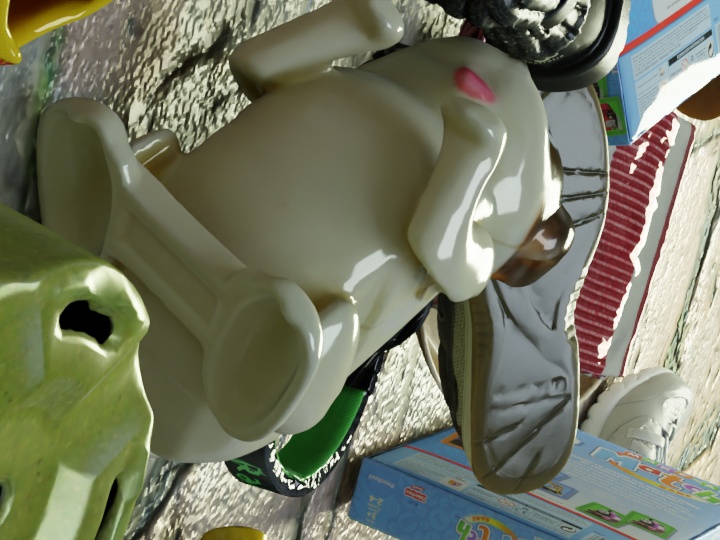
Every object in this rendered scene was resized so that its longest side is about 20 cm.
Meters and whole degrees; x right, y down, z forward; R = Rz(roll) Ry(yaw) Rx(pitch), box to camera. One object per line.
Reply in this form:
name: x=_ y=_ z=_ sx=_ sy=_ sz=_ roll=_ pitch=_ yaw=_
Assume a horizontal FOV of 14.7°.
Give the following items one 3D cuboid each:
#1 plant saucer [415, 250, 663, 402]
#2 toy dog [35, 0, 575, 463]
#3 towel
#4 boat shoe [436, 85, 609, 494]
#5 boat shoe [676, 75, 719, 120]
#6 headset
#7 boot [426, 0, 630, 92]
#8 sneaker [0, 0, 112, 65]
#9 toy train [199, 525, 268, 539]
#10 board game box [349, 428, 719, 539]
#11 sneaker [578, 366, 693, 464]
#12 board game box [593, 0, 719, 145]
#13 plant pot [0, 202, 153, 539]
plant saucer: x=0.082 y=-0.019 z=1.385 sx=0.200 sy=0.035 sz=0.201 roll=-21 pitch=119 yaw=-44
toy dog: x=-0.003 y=-0.013 z=1.052 sx=0.200 sy=0.139 sz=0.194 roll=-32 pitch=146 yaw=-33
towel: x=0.091 y=-0.034 z=1.347 sx=0.200 sy=0.023 sz=0.144 roll=24 pitch=82 yaw=-52
boat shoe: x=0.064 y=-0.001 z=1.253 sx=0.072 sy=0.066 sz=0.201 roll=-8 pitch=112 yaw=-27
boat shoe: x=0.214 y=-0.183 z=1.561 sx=0.070 sy=0.070 sz=0.200 roll=-34 pitch=139 yaw=-50
headset: x=0.000 y=0.000 z=1.181 sx=0.123 sy=0.094 sz=0.200 roll=34 pitch=70 yaw=-68
boot: x=0.064 y=-0.183 z=1.112 sx=0.158 sy=0.079 sz=0.212 roll=33 pitch=50 yaw=-69
sneaker: x=-0.083 y=-0.121 z=0.907 sx=0.200 sy=0.077 sz=0.073 roll=-52 pitch=150 yaw=-42
toy train: x=-0.057 y=0.187 z=1.153 sx=0.056 sy=0.200 sz=0.150 roll=17 pitch=98 yaw=-30
board game box: x=0.104 y=0.123 z=1.436 sx=0.200 sy=0.151 sz=0.037 roll=-14 pitch=122 yaw=-64
sneaker: x=0.163 y=0.137 z=1.700 sx=0.200 sy=0.082 sz=0.075 roll=-50 pitch=151 yaw=-41
board game box: x=0.128 y=-0.177 z=1.327 sx=0.151 sy=0.037 sz=0.200 roll=-35 pitch=120 yaw=-55
plant pot: x=-0.160 y=0.031 z=0.707 sx=0.200 sy=0.184 sz=0.201 roll=-50 pitch=151 yaw=-41
